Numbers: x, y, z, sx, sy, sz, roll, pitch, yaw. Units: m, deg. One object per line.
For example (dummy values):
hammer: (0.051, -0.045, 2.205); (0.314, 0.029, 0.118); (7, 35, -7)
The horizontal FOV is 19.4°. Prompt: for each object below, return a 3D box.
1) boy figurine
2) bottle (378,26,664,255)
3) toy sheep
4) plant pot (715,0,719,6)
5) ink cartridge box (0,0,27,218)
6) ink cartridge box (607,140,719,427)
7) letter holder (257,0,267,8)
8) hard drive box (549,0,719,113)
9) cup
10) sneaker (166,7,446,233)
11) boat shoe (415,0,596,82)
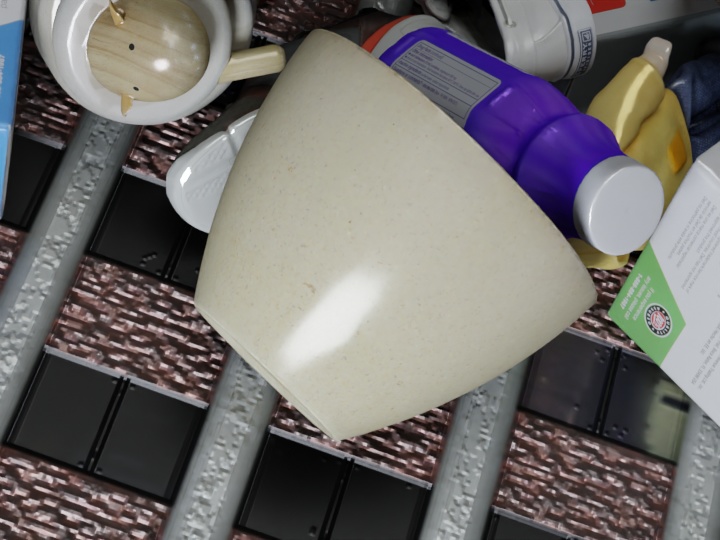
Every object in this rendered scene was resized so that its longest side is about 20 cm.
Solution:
boy figurine: (0.162, -0.066, 1.175); (0.064, 0.125, 0.200); (15, 35, 35)
bottle: (0.080, -0.064, 1.098); (0.065, 0.084, 0.200); (-39, 37, -12)
toy sheep: (-0.117, -0.148, 1.154); (0.136, 0.139, 0.200); (2, 24, -13)
plant pot: (0.306, -0.147, 1.171); (0.199, 0.199, 0.175); (-35, 105, -31)
ink cartridge box: (-0.280, -0.118, 1.118); (0.198, 0.084, 0.146); (6, 55, -10)
ink cartridge box: (0.245, 0.034, 1.114); (0.084, 0.147, 0.200); (-34, 71, -32)
letter holder: (-0.097, -0.277, 1.236); (0.200, 0.143, 0.101); (39, 56, 12)
hard drive box: (0.178, -0.191, 1.291); (0.198, 0.077, 0.157); (-16, 61, -23)
cup: (0.000, 0.000, 1.065); (0.200, 0.200, 0.143); (41, 83, 14)
sneaker: (-0.040, -0.088, 1.184); (0.199, 0.078, 0.082); (-32, 43, -31)
boat shoe: (0.062, -0.174, 1.226); (0.065, 0.074, 0.200); (-14, 37, -22)
